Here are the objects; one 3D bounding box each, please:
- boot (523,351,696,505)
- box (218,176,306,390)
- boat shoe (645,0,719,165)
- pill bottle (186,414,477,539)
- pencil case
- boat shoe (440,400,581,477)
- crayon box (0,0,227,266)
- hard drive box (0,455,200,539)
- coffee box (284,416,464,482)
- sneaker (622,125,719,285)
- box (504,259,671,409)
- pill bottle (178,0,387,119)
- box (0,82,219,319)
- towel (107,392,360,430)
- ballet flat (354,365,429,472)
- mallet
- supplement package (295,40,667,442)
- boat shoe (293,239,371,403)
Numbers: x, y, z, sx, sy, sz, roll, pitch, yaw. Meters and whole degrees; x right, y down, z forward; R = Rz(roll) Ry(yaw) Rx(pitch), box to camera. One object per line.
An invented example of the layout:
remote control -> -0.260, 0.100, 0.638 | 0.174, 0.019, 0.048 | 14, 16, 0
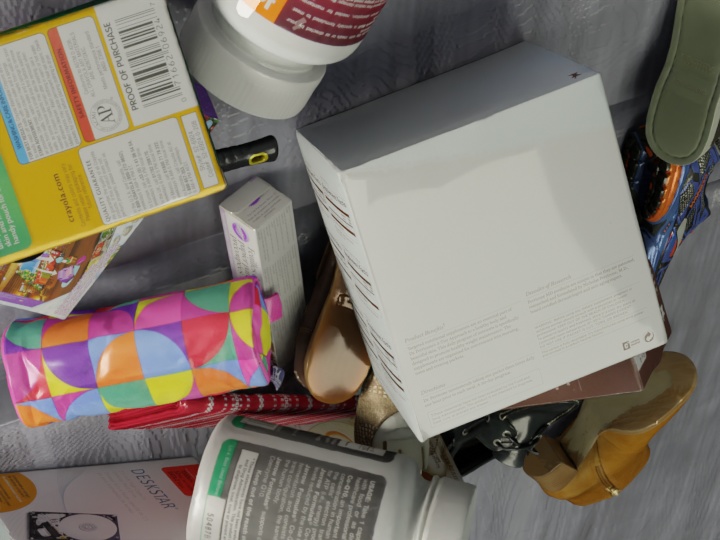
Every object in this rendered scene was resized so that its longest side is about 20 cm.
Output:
boot -> 0.260, 0.157, 1.601 | 0.201, 0.071, 0.144 | -36, 149, 17
box -> -0.069, 0.014, 1.244 | 0.041, 0.039, 0.201 | -42, 150, -25
boat shoe -> 0.271, -0.176, 1.222 | 0.060, 0.071, 0.202 | -28, 144, -49
pill bottle -> -0.020, 0.183, 1.214 | 0.198, 0.114, 0.114 | 13, 140, 8
pencil case -> -0.155, 0.059, 1.179 | 0.198, 0.089, 0.089 | -9, 143, 4
boat shoe -> 0.126, 0.142, 1.435 | 0.074, 0.067, 0.199 | 14, 155, -37
crayon box -> -0.193, -0.079, 0.968 | 0.198, 0.052, 0.127 | -19, 105, -6
hard drive box -> -0.198, 0.220, 1.308 | 0.198, 0.156, 0.078 | -1, 109, -31
coffee box -> -0.023, 0.188, 1.423 | 0.198, 0.115, 0.080 | -8, 139, -25
sneaker -> 0.253, -0.041, 1.363 | 0.078, 0.076, 0.201 | -15, 143, -22
box -> 0.135, 0.056, 1.297 | 0.198, 0.100, 0.076 | -9, 110, 28
pill bottle -> -0.027, -0.194, 0.976 | 0.109, 0.110, 0.201 | 7, 130, -37
box -> -0.204, -0.059, 1.081 | 0.136, 0.039, 0.200 | 17, 125, -42
towel -> -0.089, 0.109, 1.307 | 0.198, 0.023, 0.144 | 2, 170, -33
ballet flat -> 0.029, 0.152, 1.292 | 0.070, 0.065, 0.201 | -11, 131, -20
mallet -> -0.148, -0.050, 1.065 | 0.198, 0.041, 0.066 | -10, 137, -26
supplement package -> 0.082, -0.026, 1.146 | 0.190, 0.147, 0.202 | -21, 110, -8
boat shoe -> 0.000, 0.000, 1.247 | 0.070, 0.070, 0.201 | 24, 99, -18
